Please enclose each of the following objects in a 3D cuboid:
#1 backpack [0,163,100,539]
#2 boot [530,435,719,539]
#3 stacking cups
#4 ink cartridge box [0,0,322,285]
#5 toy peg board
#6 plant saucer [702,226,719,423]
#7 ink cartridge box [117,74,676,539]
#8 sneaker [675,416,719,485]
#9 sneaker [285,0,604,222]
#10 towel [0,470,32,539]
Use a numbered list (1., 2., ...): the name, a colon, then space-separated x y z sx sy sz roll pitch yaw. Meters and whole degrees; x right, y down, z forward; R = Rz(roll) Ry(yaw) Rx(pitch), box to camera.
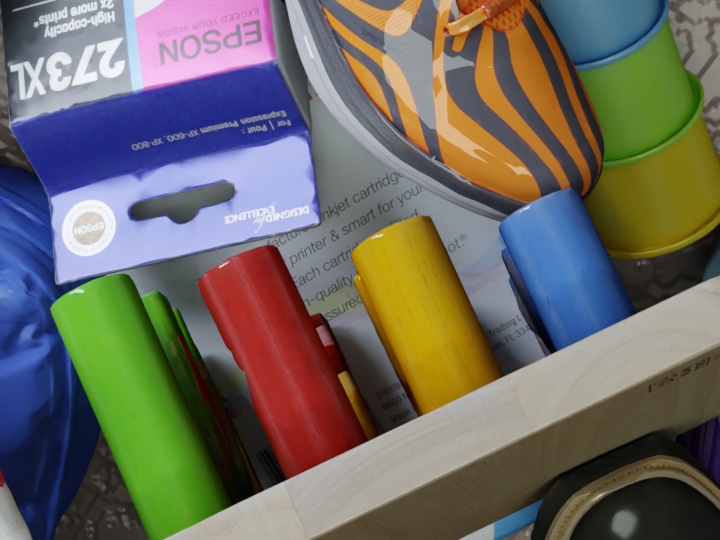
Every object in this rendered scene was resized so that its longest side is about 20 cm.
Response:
1. backpack: -0.189 0.041 0.896 0.199 0.168 0.163 13 113 -2
2. boot: 0.121 0.161 0.851 0.077 0.139 0.200 -24 135 -2
3. stacking cups: 0.069 -0.095 0.867 0.060 0.061 0.200 -21 125 8
4. ink cartridge box: -0.072 -0.102 0.855 0.094 0.037 0.201 -12 73 14
5. toy peg board: 0.006 0.032 0.796 0.198 0.200 0.098 -26 79 1
6. plant saucer: 0.215 0.013 0.879 0.199 0.027 0.201 -3 64 6
7. ink cartridge box: 0.000 0.000 0.919 0.144 0.085 0.201 -29 106 9
8. sneaker: 0.128 0.102 0.949 0.080 0.083 0.201 12 110 -2
9. sneaker: 0.022 -0.110 0.788 0.200 0.078 0.112 51 145 -2
10. towel: -0.120 0.095 0.763 0.023 0.144 0.201 -33 108 -31
